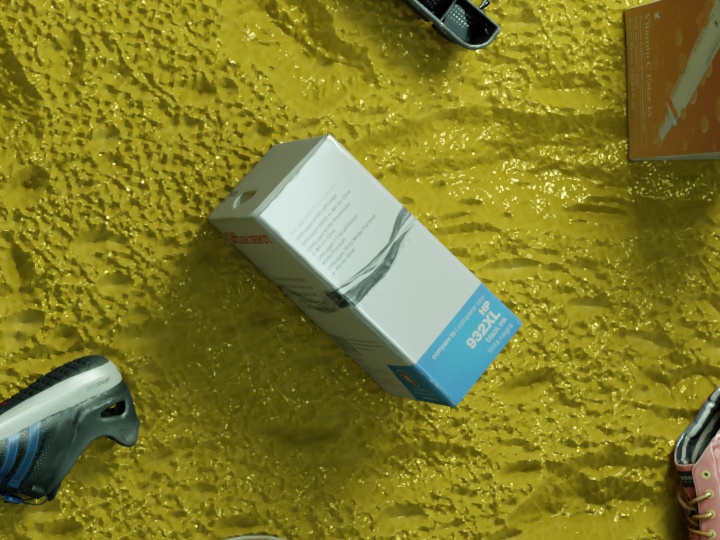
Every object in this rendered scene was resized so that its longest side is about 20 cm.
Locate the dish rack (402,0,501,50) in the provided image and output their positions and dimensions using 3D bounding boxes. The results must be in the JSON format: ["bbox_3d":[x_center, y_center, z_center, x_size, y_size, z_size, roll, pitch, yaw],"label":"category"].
[{"bbox_3d":[0.083,-0.285,1.338,0.153,0.055,0.200,40,80,-16],"label":"dish rack"}]

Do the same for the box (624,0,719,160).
[{"bbox_3d":[0.288,-0.149,1.331,0.097,0.200,0.125,-2,92,-18],"label":"box"}]

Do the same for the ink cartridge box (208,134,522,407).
[{"bbox_3d":[0.000,0.000,1.271,0.200,0.145,0.084,44,78,-14],"label":"ink cartridge box"}]

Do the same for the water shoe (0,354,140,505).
[{"bbox_3d":[-0.247,0.137,1.234,0.199,0.071,0.079,-30,102,-14],"label":"water shoe"}]

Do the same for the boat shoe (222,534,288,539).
[{"bbox_3d":[-0.042,0.240,1.302,0.199,0.072,0.076,3,90,-18],"label":"boat shoe"}]

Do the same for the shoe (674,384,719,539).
[{"bbox_3d":[0.282,0.194,1.410,0.091,0.071,0.201,34,76,-14],"label":"shoe"}]
